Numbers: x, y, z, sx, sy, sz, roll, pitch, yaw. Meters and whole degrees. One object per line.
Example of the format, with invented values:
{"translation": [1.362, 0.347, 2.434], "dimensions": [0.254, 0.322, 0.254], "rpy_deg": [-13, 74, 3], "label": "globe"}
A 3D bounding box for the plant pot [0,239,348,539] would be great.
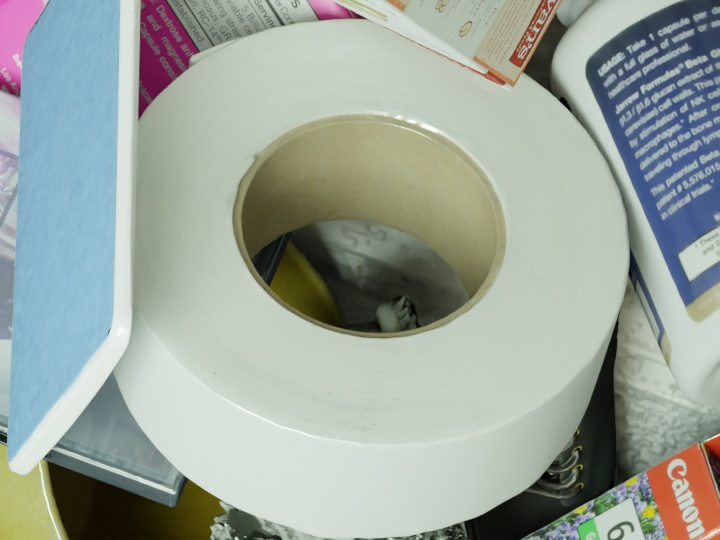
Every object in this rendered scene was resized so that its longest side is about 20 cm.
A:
{"translation": [-0.112, 0.078, 1.263], "dimensions": [0.142, 0.200, 0.201], "rpy_deg": [-10, 105, 41], "label": "plant pot"}

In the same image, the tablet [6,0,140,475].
{"translation": [-0.107, -0.036, 1.097], "dimensions": [0.014, 0.201, 0.130], "rpy_deg": [10, 149, -21], "label": "tablet"}

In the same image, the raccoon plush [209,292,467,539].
{"translation": [0.029, 0.108, 1.215], "dimensions": [0.200, 0.134, 0.097], "rpy_deg": [43, 140, -3], "label": "raccoon plush"}

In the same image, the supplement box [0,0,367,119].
{"translation": [-0.088, -0.098, 1.234], "dimensions": [0.200, 0.101, 0.104], "rpy_deg": [-31, 95, 21], "label": "supplement box"}

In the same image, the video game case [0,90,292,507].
{"translation": [-0.141, -0.002, 1.157], "dimensions": [0.199, 0.143, 0.019], "rpy_deg": [19, 151, 6], "label": "video game case"}

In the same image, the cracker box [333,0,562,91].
{"translation": [-0.016, -0.135, 1.037], "dimensions": [0.134, 0.200, 0.058], "rpy_deg": [30, 93, 22], "label": "cracker box"}

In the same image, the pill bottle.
{"translation": [0.142, -0.057, 1.147], "dimensions": [0.111, 0.111, 0.201], "rpy_deg": [-30, 67, 21], "label": "pill bottle"}

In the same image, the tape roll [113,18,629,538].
{"translation": [0.000, 0.000, 1.113], "dimensions": [0.202, 0.203, 0.071], "rpy_deg": [22, 146, 8], "label": "tape roll"}

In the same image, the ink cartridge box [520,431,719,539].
{"translation": [0.147, 0.131, 1.234], "dimensions": [0.200, 0.050, 0.109], "rpy_deg": [-31, 135, 17], "label": "ink cartridge box"}

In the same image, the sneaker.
{"translation": [0.069, 0.076, 1.241], "dimensions": [0.074, 0.106, 0.201], "rpy_deg": [6, 109, 13], "label": "sneaker"}
